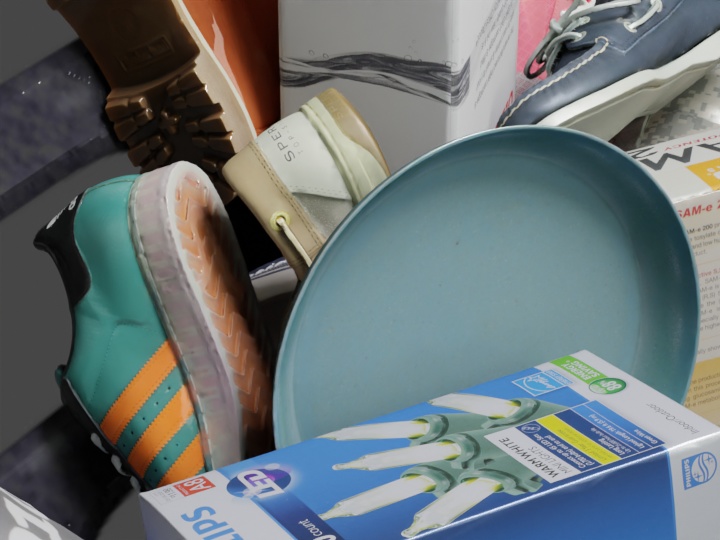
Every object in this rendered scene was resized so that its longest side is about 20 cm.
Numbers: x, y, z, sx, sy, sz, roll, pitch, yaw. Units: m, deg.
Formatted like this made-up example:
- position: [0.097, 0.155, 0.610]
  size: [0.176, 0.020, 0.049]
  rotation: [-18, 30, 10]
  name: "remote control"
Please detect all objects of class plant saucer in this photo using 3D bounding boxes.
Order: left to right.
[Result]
- position: [0.050, 0.035, 0.861]
  size: [0.198, 0.027, 0.202]
  rotation: [-10, 112, -25]
  name: "plant saucer"

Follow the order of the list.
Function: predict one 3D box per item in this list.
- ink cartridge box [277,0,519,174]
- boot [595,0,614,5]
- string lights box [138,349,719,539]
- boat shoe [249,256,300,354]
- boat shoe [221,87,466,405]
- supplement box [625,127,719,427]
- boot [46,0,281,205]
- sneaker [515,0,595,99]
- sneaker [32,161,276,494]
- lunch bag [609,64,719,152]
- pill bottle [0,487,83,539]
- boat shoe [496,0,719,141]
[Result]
- position: [0.021, -0.129, 0.940]
  size: [0.146, 0.083, 0.202]
  rotation: [-62, 156, -56]
  name: "ink cartridge box"
- position: [0.085, -0.237, 1.145]
  size: [0.201, 0.065, 0.165]
  rotation: [56, 36, -23]
  name: "boot"
- position: [0.029, 0.097, 0.796]
  size: [0.198, 0.103, 0.060]
  rotation: [-16, 112, -23]
  name: "string lights box"
- position: [0.000, 0.000, 0.987]
  size: [0.198, 0.075, 0.093]
  rotation: [-7, 41, -30]
  name: "boat shoe"
- position: [-0.004, 0.021, 0.889]
  size: [0.066, 0.074, 0.201]
  rotation: [-25, 119, -7]
  name: "boat shoe"
- position: [0.168, 0.039, 1.053]
  size: [0.125, 0.074, 0.202]
  rotation: [-14, 114, -16]
  name: "supplement box"
- position: [-0.084, -0.137, 0.934]
  size: [0.107, 0.075, 0.201]
  rotation: [-45, 119, -48]
  name: "boot"
- position: [0.088, -0.136, 1.078]
  size: [0.074, 0.086, 0.202]
  rotation: [-32, 111, -71]
  name: "sneaker"
- position: [-0.076, 0.060, 0.872]
  size: [0.071, 0.079, 0.202]
  rotation: [-22, 97, -66]
  name: "sneaker"
- position: [0.209, -0.076, 1.172]
  size: [0.168, 0.139, 0.201]
  rotation: [44, 48, -29]
  name: "lunch bag"
- position: [-0.164, 0.116, 0.726]
  size: [0.200, 0.113, 0.115]
  rotation: [38, 52, -33]
  name: "pill bottle"
- position: [0.120, -0.102, 1.021]
  size: [0.199, 0.075, 0.062]
  rotation: [-32, 81, -43]
  name: "boat shoe"
